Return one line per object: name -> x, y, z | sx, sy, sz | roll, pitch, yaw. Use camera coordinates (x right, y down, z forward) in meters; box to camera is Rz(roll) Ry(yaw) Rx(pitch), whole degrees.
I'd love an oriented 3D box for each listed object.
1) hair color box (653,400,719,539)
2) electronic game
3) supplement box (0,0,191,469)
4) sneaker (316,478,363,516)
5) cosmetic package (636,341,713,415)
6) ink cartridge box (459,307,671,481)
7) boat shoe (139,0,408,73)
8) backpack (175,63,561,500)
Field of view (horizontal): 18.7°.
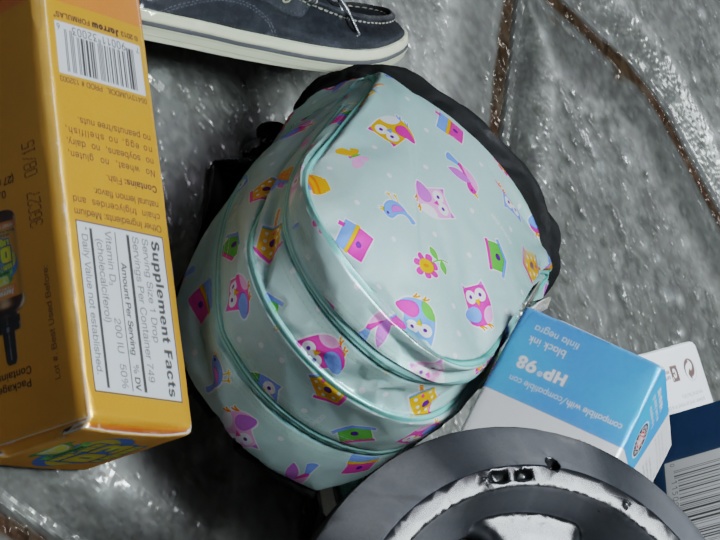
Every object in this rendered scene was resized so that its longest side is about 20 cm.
hair color box -> 0.224, 0.138, 1.079 | 0.200, 0.060, 0.100 | 26, 54, -44
electronic game -> 0.062, 0.157, 0.815 | 0.200, 0.042, 0.200 | 8, 70, -22
supplement box -> -0.123, -0.022, 0.886 | 0.069, 0.067, 0.200 | 15, 63, -50
sneaker -> 0.056, 0.127, 1.025 | 0.200, 0.080, 0.078 | 42, 45, -31
cosmetic package -> 0.141, 0.147, 1.105 | 0.071, 0.101, 0.200 | -10, 81, -53
ink cartridge box -> 0.057, 0.130, 0.914 | 0.200, 0.067, 0.116 | -61, 162, -15
boat shoe -> -0.048, -0.130, 1.017 | 0.200, 0.075, 0.062 | 6, 100, -46
backpack -> 0.000, 0.000, 0.948 | 0.167, 0.127, 0.200 | 40, 35, -1
